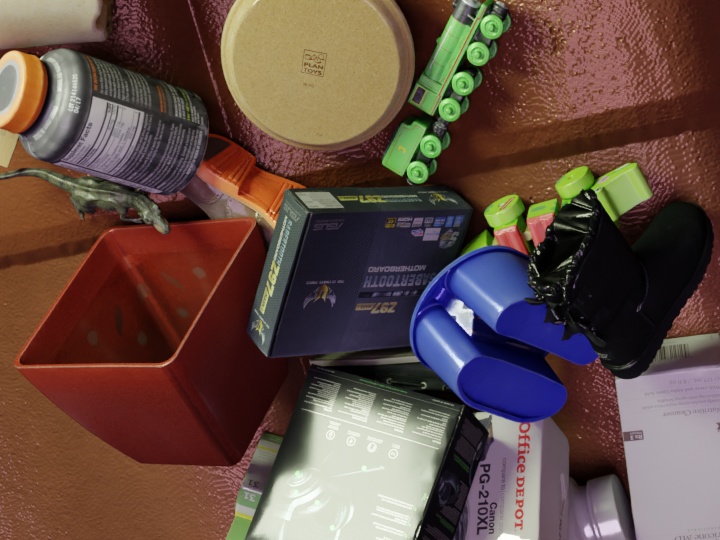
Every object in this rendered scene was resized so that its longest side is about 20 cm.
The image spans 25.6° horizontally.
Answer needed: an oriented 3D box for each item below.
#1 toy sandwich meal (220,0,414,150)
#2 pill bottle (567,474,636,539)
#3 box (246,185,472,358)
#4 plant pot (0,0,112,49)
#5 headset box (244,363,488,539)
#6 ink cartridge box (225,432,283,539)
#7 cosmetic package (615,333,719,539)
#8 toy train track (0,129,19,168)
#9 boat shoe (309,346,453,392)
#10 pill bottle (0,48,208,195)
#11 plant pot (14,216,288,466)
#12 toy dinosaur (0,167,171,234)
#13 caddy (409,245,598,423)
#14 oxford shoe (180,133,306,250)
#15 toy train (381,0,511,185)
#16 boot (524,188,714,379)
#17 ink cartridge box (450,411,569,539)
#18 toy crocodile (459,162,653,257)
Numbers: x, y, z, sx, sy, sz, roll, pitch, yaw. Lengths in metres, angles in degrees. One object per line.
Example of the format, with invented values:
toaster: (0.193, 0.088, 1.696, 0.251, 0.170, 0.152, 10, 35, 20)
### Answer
toy sandwich meal: (-0.043, -0.212, 1.489, 0.202, 0.070, 0.208, 3, 118, 5)
pill bottle: (0.179, 0.274, 1.636, 0.198, 0.112, 0.113, -18, 110, 17)
box: (0.000, 0.000, 1.518, 0.198, 0.051, 0.159, -2, 122, -36)
plant pot: (-0.320, -0.281, 1.452, 0.181, 0.201, 0.203, 3, 115, -3)
headset box: (0.006, 0.215, 1.517, 0.172, 0.202, 0.093, 12, 162, 27)
ink cartridge box: (-0.060, 0.259, 1.625, 0.144, 0.201, 0.048, 17, 120, 3)
cosmetic package: (0.318, 0.173, 1.582, 0.111, 0.081, 0.202, -8, 111, 12)
toy train track: (-0.303, -0.140, 1.578, 0.198, 0.033, 0.116, 21, 76, -9)
boat shoe: (0.047, 0.108, 1.609, 0.196, 0.075, 0.067, -5, 102, 2)
pill bottle: (-0.248, -0.144, 1.481, 0.198, 0.107, 0.107, 16, 123, -40)
plant pot: (-0.183, 0.085, 1.564, 0.198, 0.201, 0.177, -2, 131, 32)
toy dinosaur: (-0.265, -0.075, 1.578, 0.197, 0.088, 0.048, 13, 86, 17)
caddy: (0.137, 0.056, 1.507, 0.199, 0.105, 0.142, 22, 108, -43)
oxford shoe: (-0.094, -0.052, 1.576, 0.199, 0.071, 0.073, 39, 132, -1)
toy train: (0.079, -0.172, 1.498, 0.056, 0.042, 0.201, 30, 116, 8)
boot: (0.236, -0.014, 1.440, 0.073, 0.200, 0.162, 11, 155, 48)
ink cartridge box: (0.102, 0.224, 1.581, 0.198, 0.146, 0.084, -8, 148, 23)
toy crocodile: (0.185, -0.045, 1.520, 0.198, 0.062, 0.068, -22, 108, 18)
